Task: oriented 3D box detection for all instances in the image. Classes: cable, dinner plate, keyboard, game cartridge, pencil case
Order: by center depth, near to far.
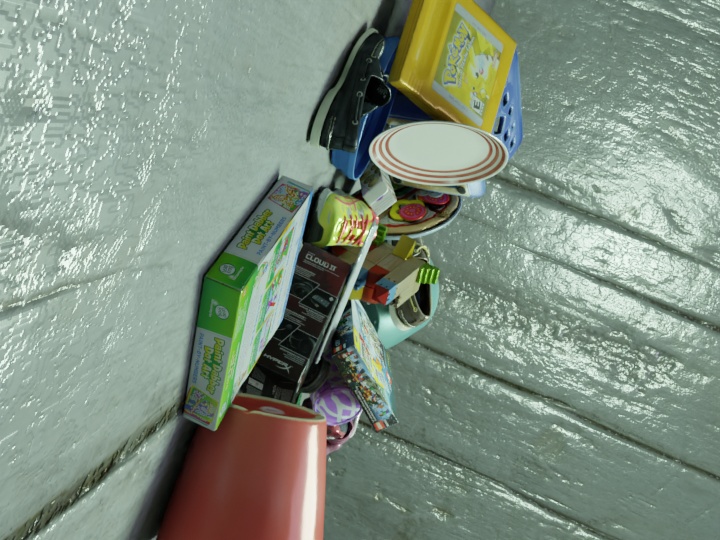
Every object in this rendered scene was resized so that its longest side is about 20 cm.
[{"bbox_3d":[-0.019,0.028,1.236,0.056,0.010,0.203,-43,156,-76],"label":"keyboard"},{"bbox_3d":[0.132,-0.290,1.272,0.199,0.032,0.180,29,73,-43],"label":"game cartridge"},{"bbox_3d":[0.109,-0.169,1.296,0.201,0.195,0.025,92,3,-73],"label":"dinner plate"},{"bbox_3d":[-0.099,0.185,1.349,0.199,0.050,0.098,-40,-161,28],"label":"cable"},{"bbox_3d":[-0.049,0.136,1.397,0.202,0.083,0.086,-110,175,-48],"label":"pencil case"}]

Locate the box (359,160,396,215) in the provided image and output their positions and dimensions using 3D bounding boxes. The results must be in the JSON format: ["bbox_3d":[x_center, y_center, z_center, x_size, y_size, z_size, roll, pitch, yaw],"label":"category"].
[{"bbox_3d":[0.023,-0.135,1.422,0.041,0.039,0.201,-35,-163,9],"label":"box"}]

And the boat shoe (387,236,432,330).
[{"bbox_3d":[0.083,-0.008,1.473,0.059,0.071,0.204,-20,-122,40],"label":"boat shoe"}]

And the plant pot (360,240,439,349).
[{"bbox_3d":[0.012,0.046,1.559,0.160,0.198,0.204,-34,148,-55],"label":"plant pot"}]

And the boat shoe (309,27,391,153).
[{"bbox_3d":[0.003,-0.215,1.117,0.075,0.065,0.201,104,9,-48],"label":"boat shoe"}]

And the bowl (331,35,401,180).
[{"bbox_3d":[0.011,-0.227,1.276,0.201,0.039,0.204,21,89,-84],"label":"bowl"}]

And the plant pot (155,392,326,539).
[{"bbox_3d":[-0.122,0.244,1.060,0.200,0.196,0.181,32,70,-84],"label":"plant pot"}]

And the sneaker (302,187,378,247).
[{"bbox_3d":[-0.020,-0.068,1.303,0.200,0.089,0.079,-46,159,-70],"label":"sneaker"}]

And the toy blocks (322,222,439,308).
[{"bbox_3d":[0.000,0.000,1.371,0.136,0.197,0.102,-33,143,-54],"label":"toy blocks"}]

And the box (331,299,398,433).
[{"bbox_3d":[0.003,0.125,1.349,0.138,0.037,0.201,62,9,-21],"label":"box"}]

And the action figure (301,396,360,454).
[{"bbox_3d":[-0.048,0.252,1.460,0.200,0.146,0.137,177,-68,-74],"label":"action figure"}]

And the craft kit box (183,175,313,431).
[{"bbox_3d":[-0.119,0.033,0.986,0.199,0.048,0.203,-66,174,-52],"label":"craft kit box"}]

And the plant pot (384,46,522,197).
[{"bbox_3d":[0.133,-0.238,1.454,0.181,0.196,0.202,-58,148,-33],"label":"plant pot"}]

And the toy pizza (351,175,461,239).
[{"bbox_3d":[0.066,-0.112,1.491,0.201,0.196,0.032,-61,149,-52],"label":"toy pizza"}]

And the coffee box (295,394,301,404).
[{"bbox_3d":[-0.135,0.235,1.534,0.202,0.043,0.124,104,9,-49],"label":"coffee box"}]

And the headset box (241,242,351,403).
[{"bbox_3d":[-0.083,0.073,1.242,0.149,0.076,0.202,112,3,-62],"label":"headset box"}]
